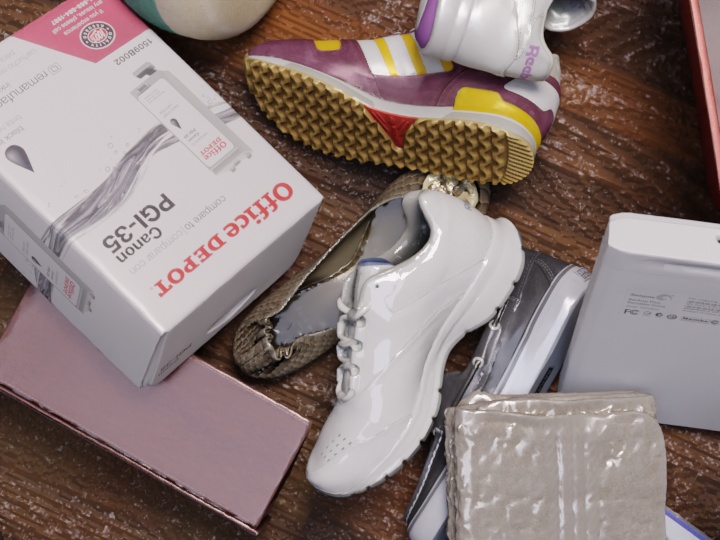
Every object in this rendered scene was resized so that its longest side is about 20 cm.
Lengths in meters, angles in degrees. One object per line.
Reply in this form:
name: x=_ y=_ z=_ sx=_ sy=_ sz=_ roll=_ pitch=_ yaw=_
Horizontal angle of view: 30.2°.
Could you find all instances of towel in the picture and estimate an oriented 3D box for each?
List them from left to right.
towel: x=0.114 y=0.170 z=0.785 sx=0.132 sy=0.034 sz=0.201 roll=0 pitch=91 yaw=-8

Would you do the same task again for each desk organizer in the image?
desk organizer: x=-0.129 y=0.080 z=0.840 sx=0.199 sy=0.072 sz=0.077 roll=29 pitch=89 yaw=4

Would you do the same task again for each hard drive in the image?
hard drive: x=0.190 y=0.037 z=0.760 sx=0.131 sy=0.200 sz=0.027 roll=7 pitch=60 yaw=4

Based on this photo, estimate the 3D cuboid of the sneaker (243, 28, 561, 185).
sneaker: x=0.026 y=-0.118 z=0.838 sx=0.199 sy=0.075 sz=0.090 roll=18 pitch=59 yaw=14

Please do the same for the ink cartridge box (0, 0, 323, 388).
ink cartridge box: x=-0.143 y=-0.053 z=0.801 sx=0.200 sy=0.083 sz=0.146 roll=43 pitch=57 yaw=7

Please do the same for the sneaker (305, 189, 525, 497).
sneaker: x=0.016 y=0.041 z=0.805 sx=0.087 sy=0.074 sz=0.201 roll=32 pitch=83 yaw=-28

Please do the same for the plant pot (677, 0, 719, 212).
plant pot: x=0.274 y=-0.134 z=0.763 sx=0.199 sy=0.176 sz=0.201 roll=-9 pitch=88 yaw=4

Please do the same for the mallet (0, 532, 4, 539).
mallet: x=-0.245 y=0.142 z=0.866 sx=0.066 sy=0.041 sz=0.201 roll=-30 pitch=92 yaw=1

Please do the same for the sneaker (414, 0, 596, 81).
sneaker: x=0.101 y=-0.196 z=0.810 sx=0.099 sy=0.075 sz=0.201 roll=21 pitch=65 yaw=-2

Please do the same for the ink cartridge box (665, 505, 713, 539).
ink cartridge box: x=0.137 y=0.231 z=0.834 sx=0.197 sy=0.047 sz=0.200 roll=36 pitch=89 yaw=5

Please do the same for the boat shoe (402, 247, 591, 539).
boat shoe: x=0.072 y=0.076 z=0.831 sx=0.066 sy=0.070 sz=0.201 roll=30 pitch=94 yaw=21

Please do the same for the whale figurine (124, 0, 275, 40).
whale figurine: x=-0.098 y=-0.244 z=0.806 sx=0.103 sy=0.159 sz=0.201 roll=16 pitch=106 yaw=22

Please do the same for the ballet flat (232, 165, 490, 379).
ballet flat: x=0.000 y=0.000 z=0.843 sx=0.200 sy=0.046 sz=0.067 roll=-37 pitch=88 yaw=2
